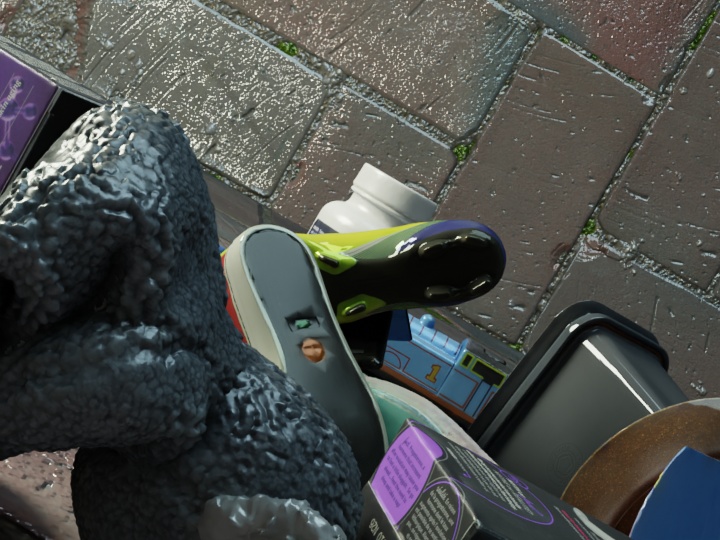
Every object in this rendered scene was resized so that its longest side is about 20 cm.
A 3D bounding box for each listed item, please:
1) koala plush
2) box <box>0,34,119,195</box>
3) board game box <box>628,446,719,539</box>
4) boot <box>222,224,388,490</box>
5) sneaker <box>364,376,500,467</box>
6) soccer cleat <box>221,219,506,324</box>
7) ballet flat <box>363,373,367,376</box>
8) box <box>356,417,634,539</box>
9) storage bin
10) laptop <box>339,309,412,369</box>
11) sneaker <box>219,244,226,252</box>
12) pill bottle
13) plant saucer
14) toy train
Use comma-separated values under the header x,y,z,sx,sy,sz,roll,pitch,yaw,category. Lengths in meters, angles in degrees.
x,y,z,sx,sy,sz,roll,pitch,yaw,category
-0.076,0.060,0.479,0.200,0.184,0.177,41,3,-11,koala plush
-0.291,-0.102,0.890,0.200,0.148,0.104,31,5,18,box
0.187,0.190,0.778,0.039,0.158,0.200,13,-7,39,board game box
-0.059,0.094,0.735,0.072,0.144,0.200,0,60,-36,boot
0.035,0.137,0.709,0.200,0.072,0.080,37,47,26,sneaker
0.000,0.001,0.859,0.199,0.065,0.084,-5,7,2,soccer cleat
-0.027,0.098,0.925,0.076,0.064,0.200,35,7,40,ballet flat
0.087,0.172,0.566,0.200,0.106,0.122,29,6,-17,box
0.178,0.152,0.935,0.145,0.200,0.134,27,17,-36,storage bin
-0.063,0.056,0.929,0.187,0.116,0.200,1,30,8,laptop
-0.144,-0.012,1.010,0.200,0.077,0.111,24,-32,-32,sneaker
-0.010,0.003,1.197,0.111,0.200,0.111,30,5,-3,pill bottle
0.228,0.180,0.856,0.200,0.200,0.035,28,18,-25,plant saucer
0.047,0.096,1.090,0.200,0.114,0.087,31,4,3,toy train
